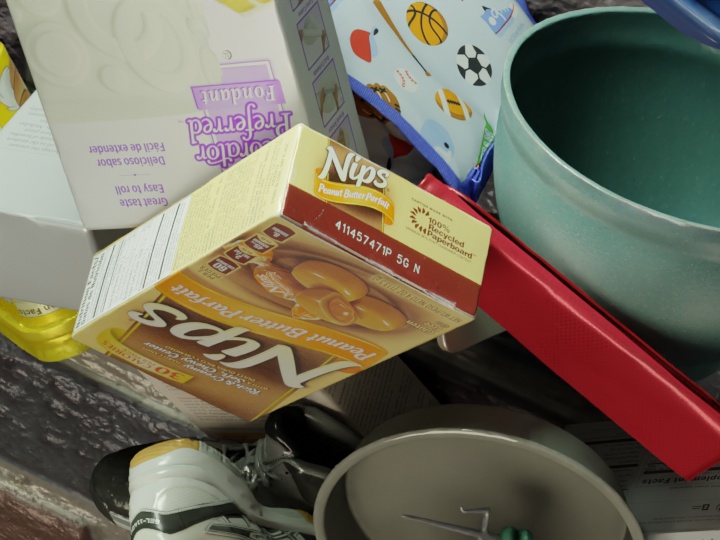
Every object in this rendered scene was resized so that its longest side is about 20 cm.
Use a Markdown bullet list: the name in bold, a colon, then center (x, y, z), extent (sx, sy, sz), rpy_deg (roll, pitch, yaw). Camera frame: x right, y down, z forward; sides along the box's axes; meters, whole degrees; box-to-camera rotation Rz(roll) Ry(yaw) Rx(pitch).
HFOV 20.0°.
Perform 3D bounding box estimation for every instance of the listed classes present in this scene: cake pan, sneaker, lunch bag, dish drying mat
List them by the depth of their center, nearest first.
- **dish drying mat**: center (0.101, 0.028, 1.008), extent (0.200, 0.018, 0.077), rpy_deg (39, 157, 2)
- **lunch bag**: center (-0.009, -0.112, 1.108), extent (0.200, 0.170, 0.124), rpy_deg (24, 132, 5)
- **cake pan**: center (0.073, 0.152, 1.217), extent (0.200, 0.037, 0.200), rpy_deg (8, 134, 8)
- **sneaker**: center (-0.070, 0.184, 1.240), extent (0.076, 0.088, 0.200), rpy_deg (-28, 133, 32)
- **sneaker**: center (-0.074, 0.118, 1.284), extent (0.200, 0.075, 0.116), rpy_deg (4, 145, 2)

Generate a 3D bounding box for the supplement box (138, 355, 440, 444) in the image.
- **supplement box**: center (-0.038, 0.082, 1.339), extent (0.126, 0.074, 0.200), rpy_deg (-3, 145, 32)

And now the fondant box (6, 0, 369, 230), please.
- **fondant box**: center (-0.091, -0.121, 0.996), extent (0.144, 0.058, 0.200), rpy_deg (-2, 122, 24)

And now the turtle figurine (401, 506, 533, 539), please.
- **turtle figurine**: center (0.064, 0.229, 1.203), extent (0.200, 0.101, 0.150), rpy_deg (35, 131, -26)

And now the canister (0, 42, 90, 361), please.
- **canister**: center (-0.236, -0.054, 1.330), extent (0.148, 0.087, 0.200), rpy_deg (27, 148, 56)

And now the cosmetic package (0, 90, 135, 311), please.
- **cosmetic package**: center (-0.148, -0.068, 1.208), extent (0.101, 0.200, 0.071), rpy_deg (10, 133, 24)

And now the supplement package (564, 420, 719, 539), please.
- **supplement package**: center (0.218, 0.202, 1.312), extent (0.156, 0.111, 0.200), rpy_deg (-9, 123, 35)

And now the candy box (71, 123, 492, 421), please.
- **candy box**: center (-0.043, 0.007, 1.003), extent (0.115, 0.055, 0.200), rpy_deg (28, 147, -25)

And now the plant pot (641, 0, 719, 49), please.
- **plant pot**: center (0.163, -0.230, 0.888), extent (0.200, 0.200, 0.180), rpy_deg (37, 144, -5)

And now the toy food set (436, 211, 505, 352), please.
- **toy food set**: center (0.000, 0.000, 1.144), extent (0.200, 0.143, 0.061), rpy_deg (13, 108, 31)

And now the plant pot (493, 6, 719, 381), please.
- **plant pot**: center (0.156, -0.027, 1.054), extent (0.200, 0.200, 0.134), rpy_deg (22, 127, 11)
